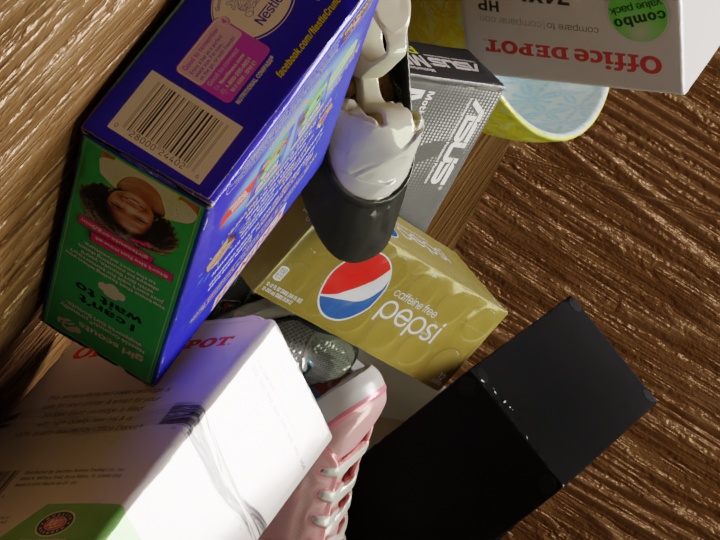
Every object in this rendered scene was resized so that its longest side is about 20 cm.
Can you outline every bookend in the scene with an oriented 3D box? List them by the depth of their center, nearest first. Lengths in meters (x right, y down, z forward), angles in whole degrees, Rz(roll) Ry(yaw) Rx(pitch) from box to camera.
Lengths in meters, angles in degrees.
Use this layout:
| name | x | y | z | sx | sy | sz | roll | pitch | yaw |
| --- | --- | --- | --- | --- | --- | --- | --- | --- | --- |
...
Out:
| name | x | y | z | sx | sy | sz | roll | pitch | yaw |
| --- | --- | --- | --- | --- | --- | --- | --- | --- | --- |
| bookend | 0.063 | 0.129 | 1.821 | 0.199 | 0.092 | 0.200 | -41 | 175 | 26 |

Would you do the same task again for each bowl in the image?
| name | x | y | z | sx | sy | sz | roll | pitch | yaw |
| --- | --- | --- | --- | --- | --- | --- | --- | --- | --- |
| bowl | 0.073 | -0.175 | 1.888 | 0.107 | 0.200 | 0.200 | -9 | -152 | 33 |

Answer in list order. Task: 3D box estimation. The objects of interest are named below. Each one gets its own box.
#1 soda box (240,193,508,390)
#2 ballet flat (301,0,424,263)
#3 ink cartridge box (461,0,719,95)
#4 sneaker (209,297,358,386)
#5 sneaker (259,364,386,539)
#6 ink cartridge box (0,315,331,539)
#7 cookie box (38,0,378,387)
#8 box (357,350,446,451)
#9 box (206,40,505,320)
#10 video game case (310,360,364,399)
| name | x | y | z | sx | sy | sz | roll | pitch | yaw |
| --- | --- | --- | --- | --- | --- | --- | --- | --- | --- |
| soda box | 0.000 | 0.000 | 1.672 | 0.068 | 0.064 | 0.200 | -48 | 143 | 10 |
| ballet flat | 0.000 | -0.101 | 1.535 | 0.068 | 0.068 | 0.201 | 11 | -74 | 63 |
| ink cartridge box | 0.147 | -0.231 | 1.735 | 0.146 | 0.146 | 0.200 | -52 | 143 | -50 |
| sneaker | -0.075 | 0.075 | 1.659 | 0.200 | 0.086 | 0.078 | -11 | 137 | -38 |
| sneaker | -0.026 | 0.146 | 1.706 | 0.200 | 0.105 | 0.075 | -46 | 173 | 32 |
| ink cartridge box | -0.128 | 0.118 | 1.459 | 0.145 | 0.084 | 0.200 | -6 | -148 | 38 |
| cookie box | -0.074 | -0.060 | 1.405 | 0.171 | 0.075 | 0.200 | -55 | 173 | -29 |
| box | -0.028 | 0.071 | 1.944 | 0.078 | 0.200 | 0.095 | -59 | 175 | -3 |
| box | -0.025 | -0.046 | 1.693 | 0.160 | 0.044 | 0.200 | 6 | 123 | -43 |
| video game case | -0.091 | 0.103 | 1.865 | 0.017 | 0.143 | 0.200 | -13 | 137 | -57 |
